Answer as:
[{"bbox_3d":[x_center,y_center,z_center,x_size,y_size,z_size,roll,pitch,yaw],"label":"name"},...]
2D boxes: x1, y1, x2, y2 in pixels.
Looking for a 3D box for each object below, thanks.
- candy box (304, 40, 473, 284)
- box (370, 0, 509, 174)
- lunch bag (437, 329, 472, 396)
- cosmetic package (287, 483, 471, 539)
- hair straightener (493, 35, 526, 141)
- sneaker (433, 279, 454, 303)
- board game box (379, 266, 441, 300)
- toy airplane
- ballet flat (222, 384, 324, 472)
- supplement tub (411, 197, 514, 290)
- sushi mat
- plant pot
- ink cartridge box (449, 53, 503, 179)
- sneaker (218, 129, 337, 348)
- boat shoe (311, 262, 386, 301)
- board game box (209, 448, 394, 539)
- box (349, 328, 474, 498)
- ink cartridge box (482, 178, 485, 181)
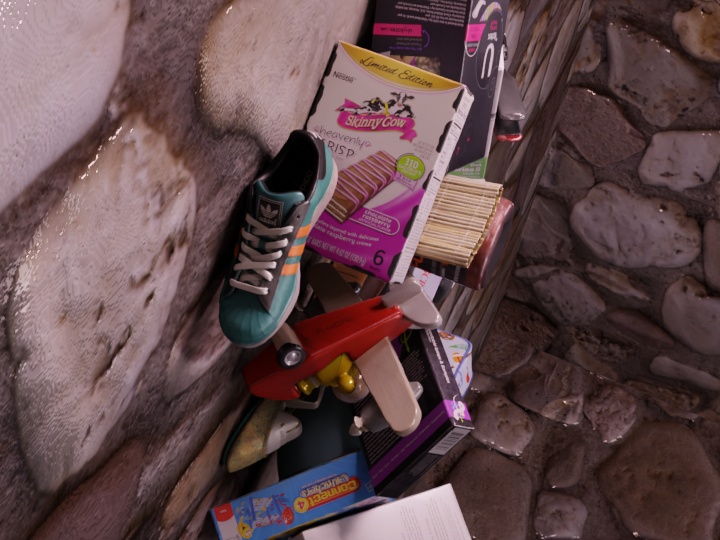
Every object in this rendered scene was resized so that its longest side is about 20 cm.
[{"bbox_3d":[0.010,-0.103,1.065,0.061,0.136,0.201,9,102,-77],"label":"candy box"},{"bbox_3d":[0.079,-0.214,1.144,0.122,0.106,0.201,-29,130,-60],"label":"box"},{"bbox_3d":[0.051,0.142,1.551,0.160,0.199,0.076,-56,150,-48],"label":"lunch bag"},{"bbox_3d":[0.017,0.328,1.312,0.199,0.085,0.108,-15,164,-22],"label":"cosmetic package"},{"bbox_3d":[0.182,-0.259,1.389,0.077,0.041,0.201,95,-4,-53],"label":"hair straightener"},{"bbox_3d":[0.093,-0.019,1.573,0.201,0.074,0.085,84,27,-44],"label":"sneaker"},{"bbox_3d":[0.055,-0.016,1.422,0.201,0.041,0.199,-66,-161,-13],"label":"board game box"},{"bbox_3d":[-0.004,0.082,1.180,0.142,0.198,0.200,83,26,-43],"label":"toy airplane"},{"bbox_3d":[-0.085,0.156,1.272,0.071,0.070,0.200,97,19,-50],"label":"ballet flat"},{"bbox_3d":[0.060,-0.059,1.206,0.107,0.199,0.107,21,90,-77],"label":"supplement tub"},{"bbox_3d":[0.039,-0.065,1.119,0.096,0.199,0.012,-65,151,-22],"label":"sushi mat"},{"bbox_3d":[-0.018,0.181,1.392,0.200,0.199,0.135,73,3,-71],"label":"plant pot"},{"bbox_3d":[0.119,-0.229,1.344,0.200,0.084,0.146,93,-2,-57],"label":"ink cartridge box"},{"bbox_3d":[-0.081,-0.033,0.971,0.080,0.071,0.201,61,46,-69],"label":"sneaker"},{"bbox_3d":[0.000,0.000,1.368,0.200,0.070,0.070,-55,157,-19],"label":"boat shoe"},{"bbox_3d":[-0.063,0.289,1.338,0.195,0.056,0.200,-22,162,0],"label":"board game box"},{"bbox_3d":[0.045,0.133,1.240,0.143,0.036,0.201,-48,-136,33],"label":"box"},{"bbox_3d":[0.114,-0.055,1.733,0.200,0.086,0.147,-56,163,-51],"label":"ink cartridge box"}]
